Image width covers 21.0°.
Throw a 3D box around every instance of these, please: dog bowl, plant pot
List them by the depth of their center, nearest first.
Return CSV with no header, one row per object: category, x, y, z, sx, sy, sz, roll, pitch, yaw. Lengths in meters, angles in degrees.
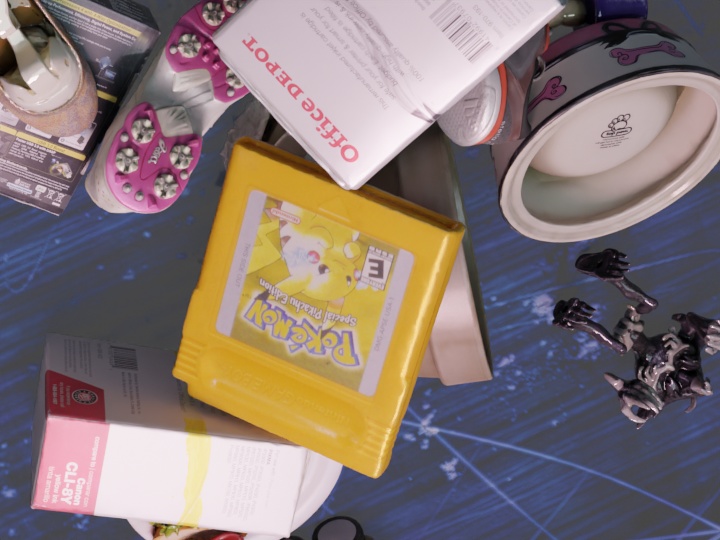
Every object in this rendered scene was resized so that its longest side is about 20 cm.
plant pot,0.000,0.000,1.471,0.172,0.201,0.201,-12,126,6
dog bowl,0.186,-0.111,1.492,0.198,0.074,0.201,-16,148,-10

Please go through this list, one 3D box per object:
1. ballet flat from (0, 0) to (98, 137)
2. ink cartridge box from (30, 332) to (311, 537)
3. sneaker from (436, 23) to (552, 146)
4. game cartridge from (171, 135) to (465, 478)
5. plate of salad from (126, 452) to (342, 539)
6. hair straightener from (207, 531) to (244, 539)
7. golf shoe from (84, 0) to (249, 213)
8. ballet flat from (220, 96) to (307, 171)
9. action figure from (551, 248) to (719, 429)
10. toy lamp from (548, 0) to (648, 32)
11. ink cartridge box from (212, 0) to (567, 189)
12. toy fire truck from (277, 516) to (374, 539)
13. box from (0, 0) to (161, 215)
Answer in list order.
ballet flat,-0.232,-0.156,1.283,0.068,0.067,0.201,-35,125,-2
ink cartridge box,-0.146,0.125,1.477,0.198,0.145,0.084,8,110,-12
sneaker,0.099,-0.187,1.404,0.081,0.077,0.202,6,90,-42
game cartridge,-0.035,0.027,1.386,0.175,0.032,0.202,22,111,13
plate of salad,-0.103,0.164,1.605,0.198,0.048,0.202,-9,123,-15
hair straightener,-0.173,0.294,1.624,0.199,0.077,0.041,-29,155,14
golf shoe,-0.132,-0.123,1.381,0.075,0.091,0.201,43,64,-18
ballet flat,-0.032,-0.136,1.432,0.071,0.072,0.201,20,112,-30
action figure,0.250,0.071,1.651,0.200,0.102,0.119,37,91,-33
toy lamp,0.120,-0.192,1.462,0.198,0.058,0.059,-5,123,-16
ink cartridge box,0.021,-0.176,1.312,0.200,0.083,0.145,-40,100,22
toy fire truck,-0.038,0.336,1.644,0.174,0.200,0.130,-19,125,-9
box,-0.262,-0.143,1.349,0.199,0.049,0.162,20,113,-30
